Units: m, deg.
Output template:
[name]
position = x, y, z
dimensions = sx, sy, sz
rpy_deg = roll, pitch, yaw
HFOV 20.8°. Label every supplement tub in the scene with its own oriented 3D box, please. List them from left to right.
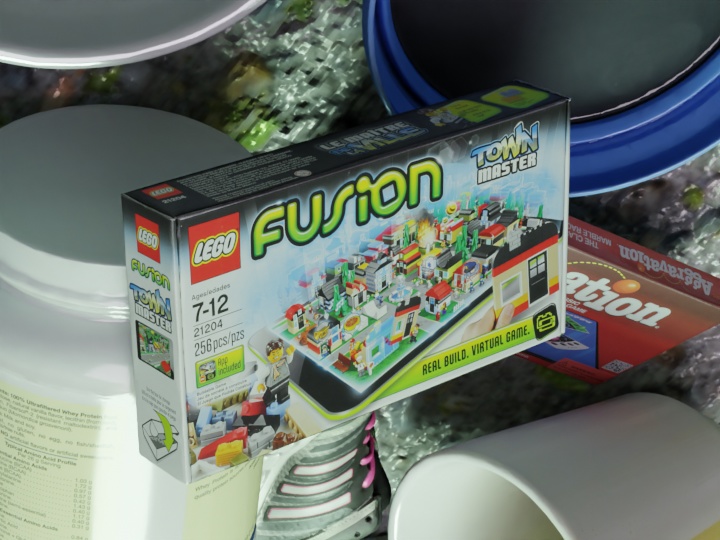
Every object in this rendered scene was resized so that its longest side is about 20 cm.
[supplement tub]
position = -0.108, 0.045, 0.840
dimensions = 0.145, 0.145, 0.200
rpy_deg = -1, 125, -14

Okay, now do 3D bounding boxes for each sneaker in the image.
[sneaker]
position = -0.016, 0.081, 0.949
dimensions = 0.087, 0.074, 0.200
rpy_deg = 14, 131, -25

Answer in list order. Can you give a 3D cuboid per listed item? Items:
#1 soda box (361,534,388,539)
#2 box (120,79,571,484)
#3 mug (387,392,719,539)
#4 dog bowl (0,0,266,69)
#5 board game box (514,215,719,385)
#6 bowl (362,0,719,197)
[soda box]
position = 0.020, 0.186, 1.054
dimensions = 0.200, 0.064, 0.068
rpy_deg = -7, 131, -9
[box]
position = 0.000, 0.000, 0.778
dimensions = 0.200, 0.035, 0.110
rpy_deg = -20, 120, -35
[mug]
position = 0.121, 0.150, 0.975
dimensions = 0.153, 0.149, 0.187
rpy_deg = -23, 108, -38
[dog bowl]
position = -0.103, -0.175, 0.701
dimensions = 0.200, 0.079, 0.200
rpy_deg = -7, 132, -8
[board game box]
position = 0.067, 0.002, 0.910
dimensions = 0.200, 0.019, 0.103
rpy_deg = 20, 146, -28
[bowl]
position = 0.097, -0.121, 0.824
dimensions = 0.200, 0.039, 0.201
rpy_deg = -7, 132, -8
